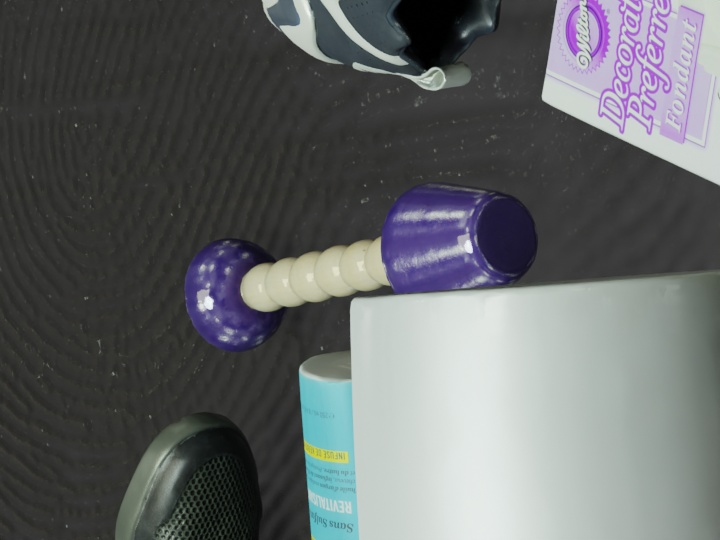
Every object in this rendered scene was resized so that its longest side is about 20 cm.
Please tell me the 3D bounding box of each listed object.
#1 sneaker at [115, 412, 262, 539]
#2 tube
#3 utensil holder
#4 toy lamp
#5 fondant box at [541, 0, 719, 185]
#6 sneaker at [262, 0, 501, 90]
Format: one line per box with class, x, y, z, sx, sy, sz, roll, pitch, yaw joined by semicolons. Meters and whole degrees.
sneaker;-0.058;0.166;1.290;0.114;0.076;0.200;32;123;44
tube;0.005;0.136;1.228;0.077;0.050;0.201;17;114;59
utensil holder;0.080;0.103;1.017;0.170;0.170;0.201;-3;91;53
toy lamp;0.000;0.000;1.200;0.200;0.058;0.058;-15;83;55
fondant box;0.154;-0.097;0.978;0.200;0.058;0.145;31;120;48
sneaker;0.024;-0.161;1.125;0.130;0.079;0.200;35;122;44
